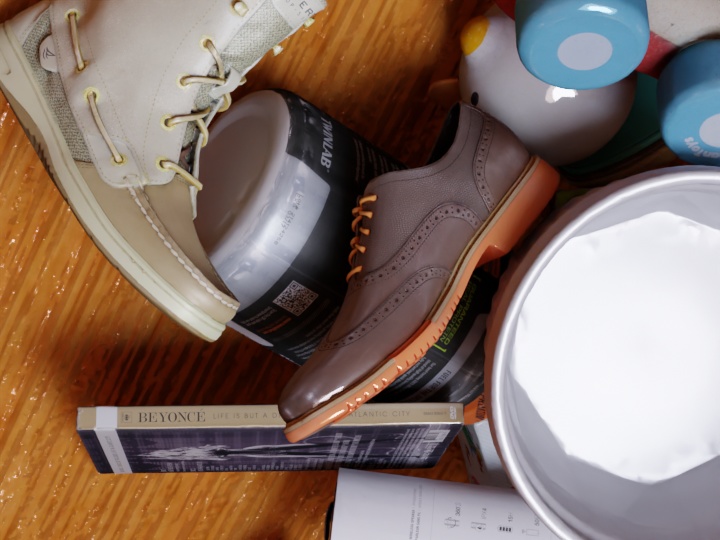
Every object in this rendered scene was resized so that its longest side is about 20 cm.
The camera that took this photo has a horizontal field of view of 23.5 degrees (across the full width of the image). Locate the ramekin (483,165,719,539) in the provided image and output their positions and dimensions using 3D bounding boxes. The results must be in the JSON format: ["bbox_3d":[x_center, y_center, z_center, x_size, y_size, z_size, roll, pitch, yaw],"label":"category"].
[{"bbox_3d":[0.153,0.045,0.865,0.198,0.105,0.202,-1,98,-6],"label":"ramekin"}]

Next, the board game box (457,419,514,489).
[{"bbox_3d":[0.147,0.130,1.086,0.147,0.064,0.201,-20,124,-7],"label":"board game box"}]

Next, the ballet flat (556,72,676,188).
[{"bbox_3d":[0.197,-0.110,0.967,0.200,0.069,0.063,-44,136,11],"label":"ballet flat"}]

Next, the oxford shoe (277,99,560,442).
[{"bbox_3d":[0.014,-0.001,0.836,0.073,0.071,0.200,45,60,-7],"label":"oxford shoe"}]

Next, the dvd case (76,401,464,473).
[{"bbox_3d":[-0.050,0.093,0.950,0.198,0.149,0.016,-1,75,-4],"label":"dvd case"}]

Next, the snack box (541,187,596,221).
[{"bbox_3d":[0.204,0.021,0.953,0.198,0.053,0.144,-4,89,-5],"label":"snack box"}]

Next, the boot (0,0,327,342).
[{"bbox_3d":[-0.077,-0.081,0.830,0.154,0.201,0.072,-36,158,2],"label":"boot"}]

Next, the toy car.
[{"bbox_3d":[0.098,-0.122,0.894,0.176,0.185,0.200,24,138,-27],"label":"toy car"}]

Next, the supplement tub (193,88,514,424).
[{"bbox_3d":[0.000,0.000,0.930,0.199,0.123,0.123,32,106,-29],"label":"supplement tub"}]

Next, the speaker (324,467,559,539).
[{"bbox_3d":[0.077,0.162,0.982,0.198,0.081,0.082,6,118,-1],"label":"speaker"}]
